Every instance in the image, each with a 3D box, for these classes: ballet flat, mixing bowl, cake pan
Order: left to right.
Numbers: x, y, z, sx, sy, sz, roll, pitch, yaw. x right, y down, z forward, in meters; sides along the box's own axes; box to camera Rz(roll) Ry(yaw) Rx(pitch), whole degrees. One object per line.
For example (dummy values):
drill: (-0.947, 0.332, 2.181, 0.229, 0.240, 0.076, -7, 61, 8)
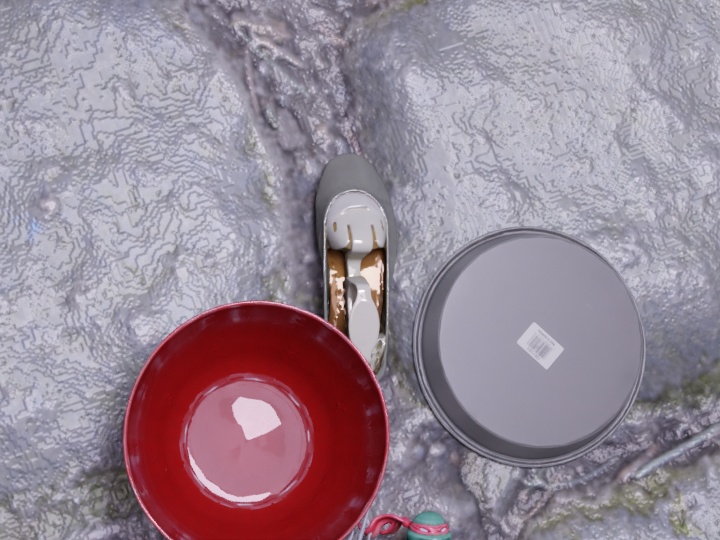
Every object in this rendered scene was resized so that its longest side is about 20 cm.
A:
mixing bowl: (-0.083, 0.130, 1.301, 0.199, 0.108, 0.201, 1, 81, -8)
ballet flat: (0.000, 0.000, 1.357, 0.067, 0.064, 0.201, 1, 81, -9)
cake pan: (0.144, 0.060, 1.386, 0.199, 0.037, 0.201, 1, 82, -9)

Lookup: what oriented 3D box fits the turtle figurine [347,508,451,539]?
turtle figurine: (0.050, 0.264, 1.310, 0.149, 0.101, 0.201, 4, 95, 2)
